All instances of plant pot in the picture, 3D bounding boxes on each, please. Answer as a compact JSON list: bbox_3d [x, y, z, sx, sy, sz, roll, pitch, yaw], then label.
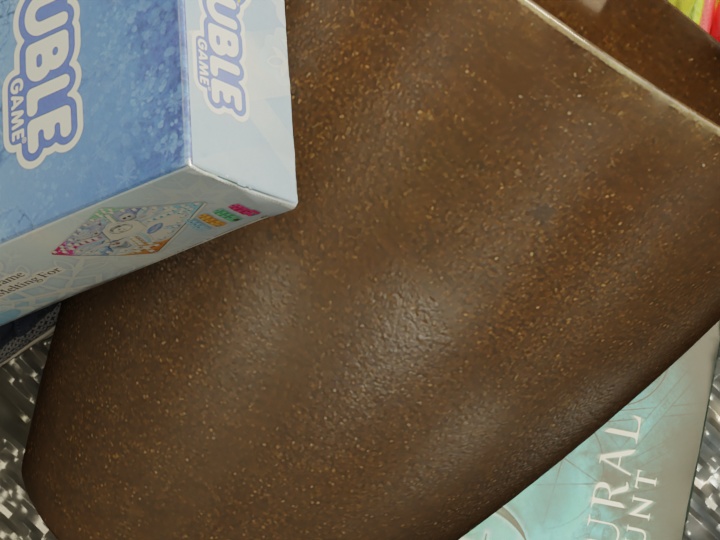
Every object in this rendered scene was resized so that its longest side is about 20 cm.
[{"bbox_3d":[0.000,0.000,0.799,0.187,0.187,0.200,35,104,-2],"label":"plant pot"}]

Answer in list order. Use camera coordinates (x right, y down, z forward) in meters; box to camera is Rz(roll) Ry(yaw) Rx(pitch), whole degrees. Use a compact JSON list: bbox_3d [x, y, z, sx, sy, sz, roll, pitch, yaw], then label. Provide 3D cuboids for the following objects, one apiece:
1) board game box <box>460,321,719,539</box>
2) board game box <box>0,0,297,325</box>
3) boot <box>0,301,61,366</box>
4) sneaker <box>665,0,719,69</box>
[{"bbox_3d":[0.026,0.095,0.884,0.135,0.028,0.201,11,86,-3],"label":"board game box"},{"bbox_3d":[-0.108,-0.082,0.768,0.199,0.043,0.201,-21,62,34],"label":"board game box"},{"bbox_3d":[-0.123,0.000,0.865,0.200,0.090,0.073,-42,91,-6],"label":"boot"},{"bbox_3d":[0.117,-0.098,0.891,0.078,0.090,0.201,-19,87,-4],"label":"sneaker"}]
